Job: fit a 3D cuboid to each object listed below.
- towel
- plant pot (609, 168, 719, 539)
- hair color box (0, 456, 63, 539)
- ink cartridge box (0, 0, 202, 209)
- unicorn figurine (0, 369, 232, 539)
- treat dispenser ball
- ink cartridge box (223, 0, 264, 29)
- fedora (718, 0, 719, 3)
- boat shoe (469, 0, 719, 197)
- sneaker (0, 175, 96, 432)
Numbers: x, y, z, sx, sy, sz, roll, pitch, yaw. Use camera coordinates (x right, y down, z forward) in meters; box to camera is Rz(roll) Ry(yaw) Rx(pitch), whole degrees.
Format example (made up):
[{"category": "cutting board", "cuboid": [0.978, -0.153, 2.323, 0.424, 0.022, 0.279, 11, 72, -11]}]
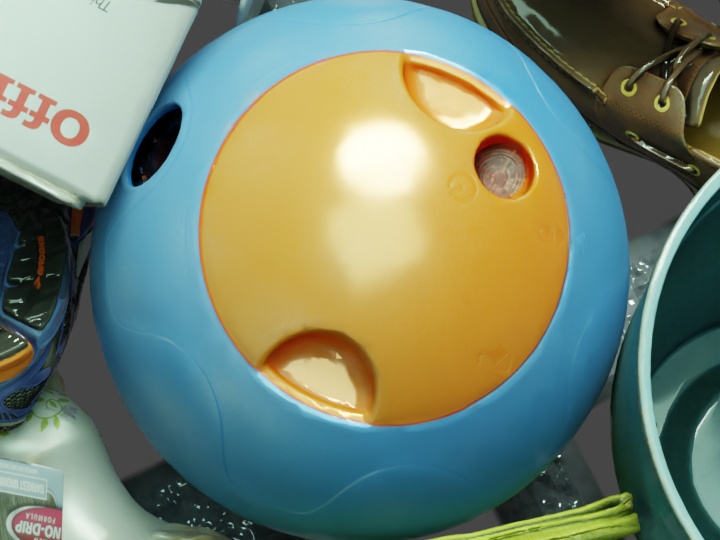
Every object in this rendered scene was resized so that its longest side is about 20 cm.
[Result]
[{"category": "towel", "cuboid": [-0.006, 0.105, 0.770, 0.199, 0.086, 0.018, -8, 82, -16]}, {"category": "plant pot", "cuboid": [0.182, 0.060, 0.820, 0.198, 0.188, 0.202, 1, 76, -5]}, {"category": "hair color box", "cuboid": [-0.212, 0.101, 0.761, 0.199, 0.099, 0.061, -8, 74, 29]}, {"category": "ink cartridge box", "cuboid": [-0.118, -0.139, 0.762, 0.144, 0.084, 0.201, 27, 83, -14]}, {"category": "unicorn figurine", "cuboid": [-0.108, 0.112, 0.831, 0.137, 0.074, 0.201, -24, 75, -21]}, {"category": "treat dispenser ball", "cuboid": [0.000, 0.000, 0.807, 0.199, 0.201, 0.202, 2, 76, -6]}, {"category": "ink cartridge box", "cuboid": [-0.051, -0.187, 0.891, 0.067, 0.117, 0.201, 16, 75, -2]}, {"category": "fedora", "cuboid": [0.204, -0.136, 0.911, 0.200, 0.082, 0.202, 14, 68, -37]}, {"category": "boat shoe", "cuboid": [0.136, -0.078, 0.911, 0.200, 0.068, 0.072, 38, 75, 4]}, {"category": "sneaker", "cuboid": [-0.135, -0.023, 0.855, 0.075, 0.079, 0.201, 12, 50, 3]}]
